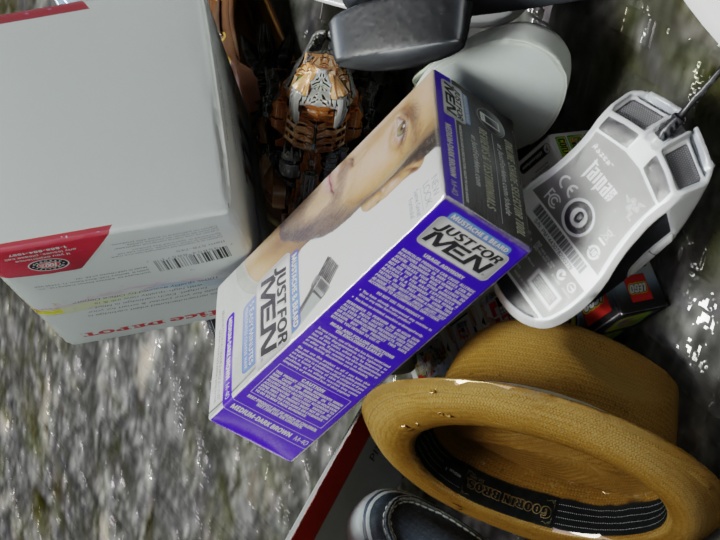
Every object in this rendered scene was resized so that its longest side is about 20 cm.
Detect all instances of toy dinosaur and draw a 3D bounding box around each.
[{"bbox_3d":[-0.035,-0.078,0.997,0.200,0.102,0.136,-49,29,48],"label":"toy dinosaur"}]

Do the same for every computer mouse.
[{"bbox_3d":[0.141,-0.050,0.812,0.200,0.044,0.110,-47,63,28],"label":"computer mouse"}]

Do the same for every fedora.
[{"bbox_3d":[0.103,0.082,0.861,0.201,0.200,0.082,-24,38,56],"label":"fedora"}]

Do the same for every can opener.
[{"bbox_3d":[0.080,-0.150,0.829,0.200,0.063,0.079,-9,83,18],"label":"can opener"}]

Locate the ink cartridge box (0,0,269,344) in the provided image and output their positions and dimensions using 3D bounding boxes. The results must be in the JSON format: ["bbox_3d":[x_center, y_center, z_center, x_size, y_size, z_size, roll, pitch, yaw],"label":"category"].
[{"bbox_3d":[-0.139,-0.056,0.974,0.200,0.145,0.145,77,-177,-72],"label":"ink cartridge box"}]

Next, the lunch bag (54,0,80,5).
[{"bbox_3d":[-0.141,-0.263,0.983,0.127,0.170,0.200,-27,98,52],"label":"lunch bag"}]

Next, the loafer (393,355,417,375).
[{"bbox_3d":[-0.020,0.032,1.034,0.200,0.068,0.076,-165,61,-78],"label":"loafer"}]

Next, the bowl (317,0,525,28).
[{"bbox_3d":[0.026,-0.244,0.885,0.199,0.075,0.200,16,118,19],"label":"bowl"}]

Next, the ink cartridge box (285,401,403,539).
[{"bbox_3d":[-0.011,0.150,0.964,0.047,0.160,0.200,29,164,3],"label":"ink cartridge box"}]

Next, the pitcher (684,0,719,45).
[{"bbox_3d":[0.213,-0.135,0.665,0.171,0.121,0.200,-21,90,35],"label":"pitcher"}]

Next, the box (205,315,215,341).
[{"bbox_3d":[-0.104,-0.011,1.149,0.161,0.049,0.200,86,162,-67],"label":"box"}]

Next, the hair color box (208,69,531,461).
[{"bbox_3d":[0.000,0.000,0.867,0.200,0.065,0.109,-42,30,30],"label":"hair color box"}]

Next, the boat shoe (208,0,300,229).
[{"bbox_3d":[-0.067,-0.119,1.110,0.068,0.072,0.200,-33,75,39],"label":"boat shoe"}]

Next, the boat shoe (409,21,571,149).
[{"bbox_3d":[0.059,-0.097,0.922,0.200,0.071,0.064,-38,24,57],"label":"boat shoe"}]

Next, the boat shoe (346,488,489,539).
[{"bbox_3d":[0.087,0.184,0.903,0.200,0.071,0.091,42,140,1],"label":"boat shoe"}]

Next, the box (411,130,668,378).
[{"bbox_3d":[0.087,0.014,0.943,0.200,0.035,0.110,-42,63,52],"label":"box"}]
